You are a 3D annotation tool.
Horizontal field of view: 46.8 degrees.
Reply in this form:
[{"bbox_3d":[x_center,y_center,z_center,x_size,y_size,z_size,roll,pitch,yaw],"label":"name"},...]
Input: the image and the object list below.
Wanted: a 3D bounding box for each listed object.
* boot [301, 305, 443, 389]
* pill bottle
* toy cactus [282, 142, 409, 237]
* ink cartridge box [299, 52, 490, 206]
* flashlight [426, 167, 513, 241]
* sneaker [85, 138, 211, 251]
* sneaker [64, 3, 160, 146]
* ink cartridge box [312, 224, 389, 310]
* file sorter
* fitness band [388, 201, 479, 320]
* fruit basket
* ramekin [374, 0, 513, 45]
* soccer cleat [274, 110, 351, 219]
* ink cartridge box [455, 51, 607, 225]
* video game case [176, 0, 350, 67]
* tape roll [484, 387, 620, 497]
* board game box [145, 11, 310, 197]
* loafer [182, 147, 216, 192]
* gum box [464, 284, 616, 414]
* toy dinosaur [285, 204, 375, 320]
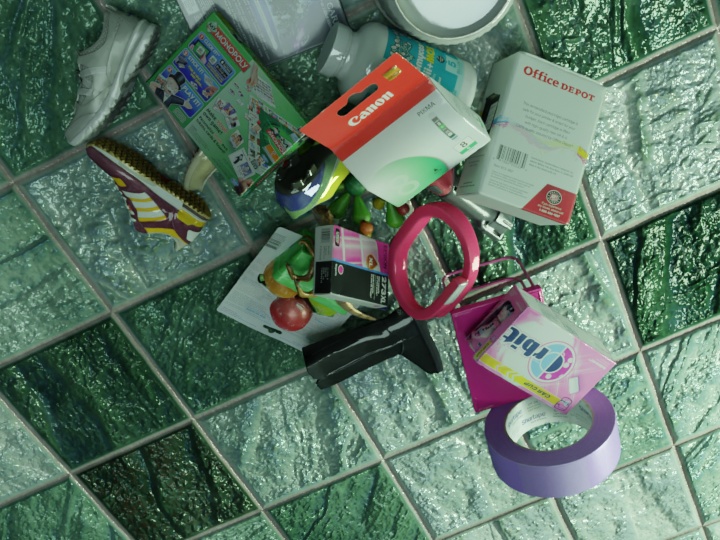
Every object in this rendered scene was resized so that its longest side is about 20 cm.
[{"bbox_3d":[0.021,0.145,1.344,0.200,0.066,0.165,-27,128,-2],"label":"boot"},{"bbox_3d":[0.046,-0.259,1.109,0.200,0.111,0.111,18,116,-18],"label":"pill bottle"},{"bbox_3d":[0.005,-0.142,1.195,0.200,0.102,0.165,36,101,-14],"label":"toy cactus"},{"bbox_3d":[0.048,-0.169,1.045,0.161,0.050,0.200,-35,149,24],"label":"ink cartridge box"},{"bbox_3d":[0.149,-0.121,1.216,0.200,0.068,0.068,29,115,-36],"label":"flashlight"},{"bbox_3d":[-0.314,-0.103,1.182,0.200,0.075,0.090,36,105,-22],"label":"sneaker"},{"bbox_3d":[-0.344,-0.257,1.103,0.082,0.075,0.200,34,106,-7],"label":"sneaker"},{"bbox_3d":[0.000,0.000,1.189,0.037,0.095,0.200,-4,170,29],"label":"ink cartridge box"},{"bbox_3d":[0.218,0.096,1.327,0.139,0.126,0.200,-16,121,1],"label":"file sorter"},{"bbox_3d":[0.104,-0.013,1.222,0.037,0.144,0.200,-11,154,-32],"label":"fitness band"},{"bbox_3d":[-0.097,0.034,1.293,0.185,0.094,0.200,27,129,-20],"label":"fruit basket"},{"bbox_3d":[0.109,-0.382,1.051,0.200,0.105,0.201,-3,121,-5],"label":"ramekin"},{"bbox_3d":[-0.037,-0.145,1.122,0.200,0.065,0.084,-41,148,-23],"label":"soccer cleat"},{"bbox_3d":[0.236,-0.178,1.150,0.145,0.083,0.200,17,88,-15],"label":"ink cartridge box"},{"bbox_3d":[-0.128,-0.344,1.096,0.200,0.019,0.143,-20,120,4],"label":"video game case"},{"bbox_3d":[0.296,0.256,1.285,0.200,0.200,0.066,-15,117,2],"label":"tape roll"},{"bbox_3d":[-0.169,-0.215,1.086,0.135,0.029,0.200,-40,87,15],"label":"board game box"},{"bbox_3d":[-0.175,-0.179,1.152,0.068,0.076,0.200,36,110,-16],"label":"loafer"},{"bbox_3d":[0.263,0.117,1.233,0.200,0.066,0.114,31,110,-23],"label":"gum box"},{"bbox_3d":[-0.044,0.008,1.187,0.106,0.060,0.200,-20,109,-11],"label":"toy dinosaur"}]
